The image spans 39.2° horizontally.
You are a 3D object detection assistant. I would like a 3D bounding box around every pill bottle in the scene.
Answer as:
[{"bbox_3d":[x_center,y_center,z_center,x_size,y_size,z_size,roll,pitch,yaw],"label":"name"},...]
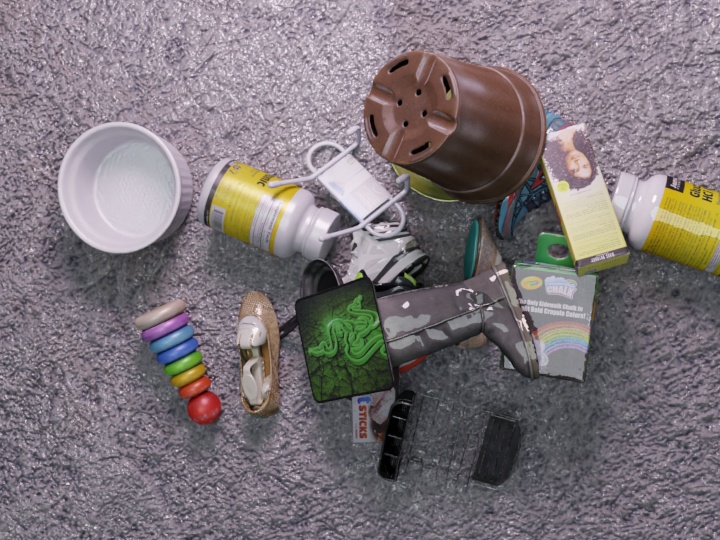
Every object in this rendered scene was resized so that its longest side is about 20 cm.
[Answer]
[{"bbox_3d":[0.451,-0.069,1.427,0.200,0.112,0.113,19,96,9],"label":"pill bottle"},{"bbox_3d":[-0.137,-0.086,1.538,0.200,0.111,0.111,23,97,8],"label":"pill bottle"}]

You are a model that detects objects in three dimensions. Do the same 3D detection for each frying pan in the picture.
[{"bbox_3d":[-0.067,0.068,1.523,0.115,0.031,0.190,54,136,37],"label":"frying pan"}]

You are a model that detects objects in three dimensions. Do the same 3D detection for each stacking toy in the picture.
[{"bbox_3d":[-0.279,0.151,1.601,0.085,0.085,0.200,-23,95,11],"label":"stacking toy"}]

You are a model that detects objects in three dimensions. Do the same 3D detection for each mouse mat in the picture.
[{"bbox_3d":[-0.027,0.103,1.453,0.200,0.008,0.161,-20,81,50],"label":"mouse mat"}]

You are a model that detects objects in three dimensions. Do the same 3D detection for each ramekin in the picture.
[{"bbox_3d":[-0.361,-0.129,1.584,0.200,0.098,0.201,1,94,11],"label":"ramekin"}]

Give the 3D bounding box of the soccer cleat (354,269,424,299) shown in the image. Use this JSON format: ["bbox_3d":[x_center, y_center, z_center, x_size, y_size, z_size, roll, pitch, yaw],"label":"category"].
[{"bbox_3d":[0.081,0.049,1.461,0.200,0.068,0.081,12,106,5],"label":"soccer cleat"}]

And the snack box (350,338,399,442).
[{"bbox_3d":[0.022,0.176,1.510,0.072,0.024,0.200,-2,124,-1],"label":"snack box"}]

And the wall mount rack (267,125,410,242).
[{"bbox_3d":[-0.030,-0.120,1.499,0.174,0.075,0.200,-38,70,-16],"label":"wall mount rack"}]

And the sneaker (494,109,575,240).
[{"bbox_3d":[0.262,-0.129,1.477,0.095,0.079,0.200,24,97,6],"label":"sneaker"}]

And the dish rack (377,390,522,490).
[{"bbox_3d":[0.135,0.261,1.506,0.200,0.055,0.154,14,123,6],"label":"dish rack"}]

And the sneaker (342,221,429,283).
[{"bbox_3d":[0.000,0.000,1.549,0.200,0.076,0.115,-39,69,14],"label":"sneaker"}]

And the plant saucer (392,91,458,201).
[{"bbox_3d":[0.138,-0.204,1.520,0.200,0.031,0.200,1,94,10],"label":"plant saucer"}]

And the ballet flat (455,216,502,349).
[{"bbox_3d":[0.183,0.021,1.515,0.067,0.068,0.200,9,100,-9],"label":"ballet flat"}]

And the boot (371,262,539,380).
[{"bbox_3d":[0.130,0.094,1.391,0.200,0.073,0.182,-20,74,3],"label":"boot"}]

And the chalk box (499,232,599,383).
[{"bbox_3d":[0.277,0.048,1.462,0.125,0.124,0.200,8,94,11],"label":"chalk box"}]

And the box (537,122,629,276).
[{"bbox_3d":[0.304,-0.098,1.394,0.075,0.050,0.200,-17,73,5],"label":"box"}]

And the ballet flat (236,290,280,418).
[{"bbox_3d":[-0.162,0.132,1.575,0.070,0.065,0.200,-8,90,21],"label":"ballet flat"}]

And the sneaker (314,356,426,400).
[{"bbox_3d":[0.027,0.107,1.519,0.201,0.067,0.108,-36,120,13],"label":"sneaker"}]

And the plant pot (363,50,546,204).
[{"bbox_3d":[0.119,-0.200,1.374,0.200,0.198,0.201,-3,84,36],"label":"plant pot"}]
